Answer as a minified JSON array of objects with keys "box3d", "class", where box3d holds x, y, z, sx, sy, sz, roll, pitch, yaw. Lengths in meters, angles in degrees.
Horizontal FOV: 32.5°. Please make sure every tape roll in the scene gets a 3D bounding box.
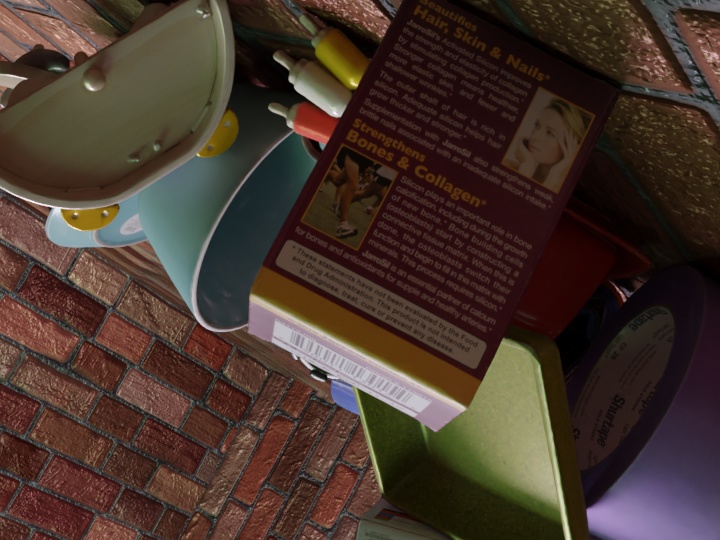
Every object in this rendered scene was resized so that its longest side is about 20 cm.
[{"box3d":[0.217,0.103,0.879,0.085,0.201,0.200,31,170,-7],"class":"tape roll"}]

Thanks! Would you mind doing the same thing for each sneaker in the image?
[{"box3d":[0.128,0.078,1.015,0.075,0.200,0.078,47,-165,8],"class":"sneaker"}]

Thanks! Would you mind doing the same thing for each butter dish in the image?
[{"box3d":[0.079,0.002,0.911,0.199,0.148,0.200,30,170,-9],"class":"butter dish"}]

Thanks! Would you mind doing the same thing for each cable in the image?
[{"box3d":[0.025,-0.082,0.801,0.200,0.097,0.050,34,-147,19],"class":"cable"}]

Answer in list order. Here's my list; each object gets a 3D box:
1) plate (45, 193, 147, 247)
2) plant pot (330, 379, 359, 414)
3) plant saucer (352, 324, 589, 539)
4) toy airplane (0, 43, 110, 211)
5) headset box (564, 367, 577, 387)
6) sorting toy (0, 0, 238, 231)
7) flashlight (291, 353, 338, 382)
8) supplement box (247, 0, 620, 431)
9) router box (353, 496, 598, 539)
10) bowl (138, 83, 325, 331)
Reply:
[{"box3d":[-0.170,-0.066,1.047,0.026,0.199,0.200,59,175,12],"class":"plate"},{"box3d":[0.098,0.117,1.317,0.180,0.200,0.200,40,168,-24],"class":"plant pot"},{"box3d":[0.075,0.098,0.825,0.199,0.048,0.201,19,132,48],"class":"plant saucer"},{"box3d":[-0.200,-0.143,1.064,0.198,0.142,0.200,-11,154,4],"class":"toy airplane"},{"box3d":[0.158,0.087,1.156,0.200,0.077,0.149,52,163,-17],"class":"headset box"},{"box3d":[-0.183,-0.133,0.889,0.107,0.199,0.180,60,176,-34],"class":"sorting toy"},{"box3d":[0.000,0.000,1.000,0.068,0.201,0.068,-2,131,19],"class":"flashlight"},{"box3d":[0.037,-0.032,0.686,0.130,0.201,0.103,28,166,2],"class":"supplement box"},{"box3d":[0.113,0.215,0.951,0.199,0.049,0.179,12,-172,16],"class":"router box"},{"box3d":[-0.094,-0.064,0.956,0.105,0.201,0.201,35,173,21],"class":"bowl"}]
